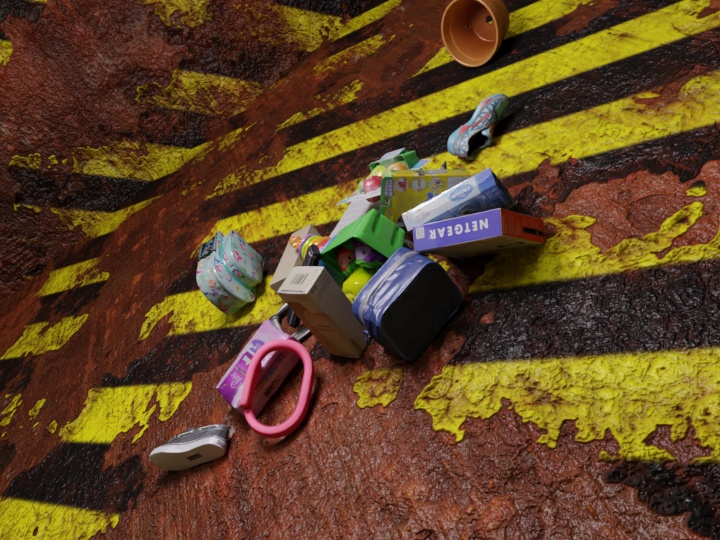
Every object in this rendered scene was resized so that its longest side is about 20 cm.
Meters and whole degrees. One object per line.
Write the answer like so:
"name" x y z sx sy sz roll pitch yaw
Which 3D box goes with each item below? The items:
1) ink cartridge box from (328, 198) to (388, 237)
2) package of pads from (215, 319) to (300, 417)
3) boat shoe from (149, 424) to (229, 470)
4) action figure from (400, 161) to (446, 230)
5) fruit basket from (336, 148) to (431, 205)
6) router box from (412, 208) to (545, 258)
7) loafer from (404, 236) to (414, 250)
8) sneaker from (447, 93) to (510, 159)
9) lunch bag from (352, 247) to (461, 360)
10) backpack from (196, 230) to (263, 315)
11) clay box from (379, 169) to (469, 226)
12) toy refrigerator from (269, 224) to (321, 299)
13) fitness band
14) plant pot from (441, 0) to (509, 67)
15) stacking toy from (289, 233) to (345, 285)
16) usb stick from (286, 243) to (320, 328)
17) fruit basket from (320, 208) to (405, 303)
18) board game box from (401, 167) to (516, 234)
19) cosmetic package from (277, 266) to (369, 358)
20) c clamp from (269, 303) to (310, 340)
"ink cartridge box" 0.008 -0.118 1.775 0.160 0.057 0.203 -5 48 43
"package of pads" -0.221 0.216 1.530 0.202 0.076 0.119 -53 36 -11
"boat shoe" -0.367 0.375 1.500 0.196 0.072 0.069 -21 35 24
"action figure" 0.139 -0.164 1.640 0.192 0.106 0.198 -37 32 -19
"fruit basket" 0.052 -0.221 1.688 0.198 0.096 0.183 -31 15 -36
"router box" 0.229 -0.067 1.342 0.196 0.177 0.051 -10 80 39
"loafer" 0.081 -0.055 1.589 0.062 0.074 0.198 -29 20 -29
"sneaker" 0.313 -0.350 1.739 0.200 0.079 0.096 -47 39 2
"lunch bag" 0.081 0.067 1.355 0.200 0.137 0.132 -46 30 -11
"backpack" -0.351 0.009 1.872 0.148 0.178 0.203 -29 34 24
"clay box" 0.134 -0.158 1.516 0.193 0.118 0.048 -1 26 -9
"toy refrigerator" -0.160 -0.019 1.808 0.075 0.070 0.203 -23 32 33
"fitness band" -0.168 0.239 1.423 0.139 0.038 0.205 5 60 9
"plant pot" 0.359 -0.736 2.096 0.197 0.205 0.139 -3 27 45
"stacking toy" -0.112 -0.046 1.706 0.110 0.117 0.198 -46 43 -15
"usb stick" -0.130 0.038 1.579 0.056 0.032 0.204 -106 31 -58
"fruit basket" 0.000 0.000 1.498 0.217 0.153 0.218 -50 19 24
"board game box" 0.207 -0.118 1.424 0.195 0.199 0.044 -27 71 19
"cosmetic package" -0.069 0.087 1.429 0.104 0.201 0.072 0 46 47
"c clamp" -0.172 0.133 1.654 0.169 0.027 0.201 -37 30 5
